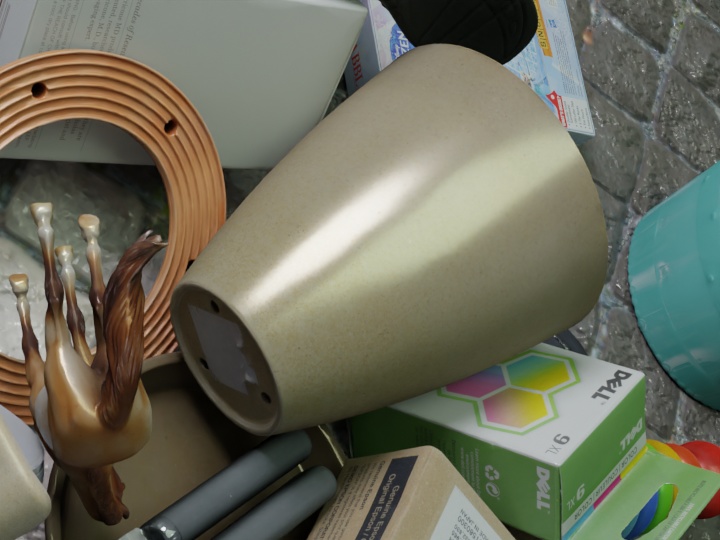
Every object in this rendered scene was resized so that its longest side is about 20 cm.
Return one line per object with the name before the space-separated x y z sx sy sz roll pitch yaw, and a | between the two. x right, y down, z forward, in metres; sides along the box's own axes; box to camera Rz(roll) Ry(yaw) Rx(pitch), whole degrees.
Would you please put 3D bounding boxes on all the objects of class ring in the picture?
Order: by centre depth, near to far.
ring | -0.155 -0.016 0.768 0.200 0.019 0.201 -19 119 -37

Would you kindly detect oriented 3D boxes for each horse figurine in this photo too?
horse figurine | -0.124 0.046 0.670 0.050 0.200 0.133 -10 79 -22

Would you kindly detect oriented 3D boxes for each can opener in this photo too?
can opener | -0.082 0.141 0.749 0.200 0.066 0.053 -31 90 -46

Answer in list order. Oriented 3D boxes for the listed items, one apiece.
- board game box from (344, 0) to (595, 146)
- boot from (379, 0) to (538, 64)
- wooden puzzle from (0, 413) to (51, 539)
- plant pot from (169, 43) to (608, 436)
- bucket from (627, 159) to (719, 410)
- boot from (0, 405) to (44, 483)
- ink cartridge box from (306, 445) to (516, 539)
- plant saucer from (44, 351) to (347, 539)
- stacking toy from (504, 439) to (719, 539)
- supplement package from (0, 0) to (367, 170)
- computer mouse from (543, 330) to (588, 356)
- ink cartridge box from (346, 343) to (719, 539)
board game box | 0.068 -0.191 1.077 0.199 0.041 0.201 6 66 -36
boot | 0.016 -0.215 0.865 0.203 0.073 0.154 29 31 -40
wooden puzzle | -0.255 0.063 0.622 0.200 0.185 0.046 60 8 -1
plant pot | 0.000 0.000 0.821 0.200 0.187 0.188 -32 90 -30
bucket | 0.309 0.004 1.106 0.207 0.135 0.208 16 61 -31
boot | -0.244 0.069 0.682 0.200 0.096 0.074 37 16 11
ink cartridge box | 0.042 0.223 0.812 0.200 0.075 0.165 50 46 -25
plant saucer | -0.082 0.143 0.805 0.200 0.029 0.201 16 61 -32
stacking toy | 0.184 0.141 0.986 0.200 0.085 0.086 1 68 -41
supplement package | -0.119 -0.136 0.830 0.200 0.118 0.117 0 37 -37
computer mouse | 0.103 0.015 1.011 0.059 0.034 0.200 -37 93 -41
ink cartridge box | 0.101 0.095 0.867 0.104 0.200 0.059 -36 132 -43
